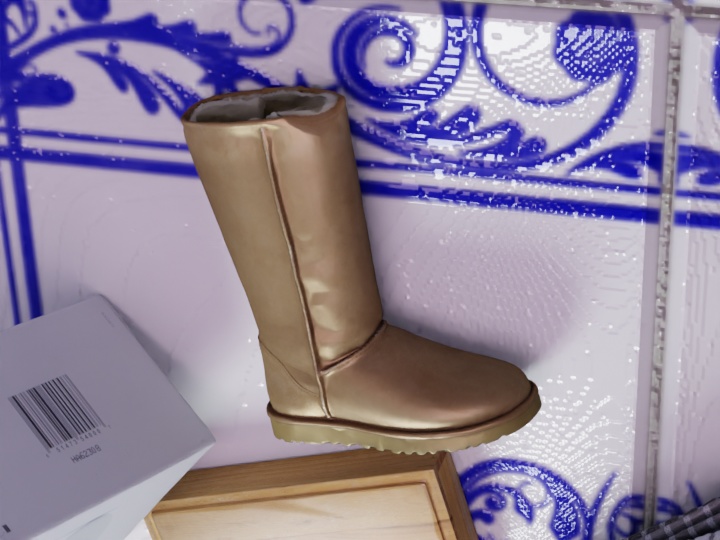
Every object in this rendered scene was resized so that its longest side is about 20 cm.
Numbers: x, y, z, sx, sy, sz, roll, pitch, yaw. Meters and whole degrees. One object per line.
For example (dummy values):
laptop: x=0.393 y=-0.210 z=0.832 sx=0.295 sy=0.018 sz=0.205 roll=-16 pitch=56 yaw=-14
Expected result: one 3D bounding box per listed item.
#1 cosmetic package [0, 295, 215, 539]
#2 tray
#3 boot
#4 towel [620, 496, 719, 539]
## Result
cosmetic package: x=-0.227 y=0.140 z=1.026 sx=0.123 sy=0.199 sz=0.200 roll=49 pitch=122 yaw=12
tray: x=-0.030 y=0.166 z=1.084 sx=0.198 sy=0.037 sz=0.100 roll=-9 pitch=113 yaw=23
boot: x=0.000 y=0.000 z=0.971 sx=0.173 sy=0.066 sz=0.202 roll=-4 pitch=114 yaw=20
towel: x=0.228 y=0.214 z=0.998 sx=0.165 sy=0.086 sz=0.201 roll=-27 pitch=107 yaw=30
